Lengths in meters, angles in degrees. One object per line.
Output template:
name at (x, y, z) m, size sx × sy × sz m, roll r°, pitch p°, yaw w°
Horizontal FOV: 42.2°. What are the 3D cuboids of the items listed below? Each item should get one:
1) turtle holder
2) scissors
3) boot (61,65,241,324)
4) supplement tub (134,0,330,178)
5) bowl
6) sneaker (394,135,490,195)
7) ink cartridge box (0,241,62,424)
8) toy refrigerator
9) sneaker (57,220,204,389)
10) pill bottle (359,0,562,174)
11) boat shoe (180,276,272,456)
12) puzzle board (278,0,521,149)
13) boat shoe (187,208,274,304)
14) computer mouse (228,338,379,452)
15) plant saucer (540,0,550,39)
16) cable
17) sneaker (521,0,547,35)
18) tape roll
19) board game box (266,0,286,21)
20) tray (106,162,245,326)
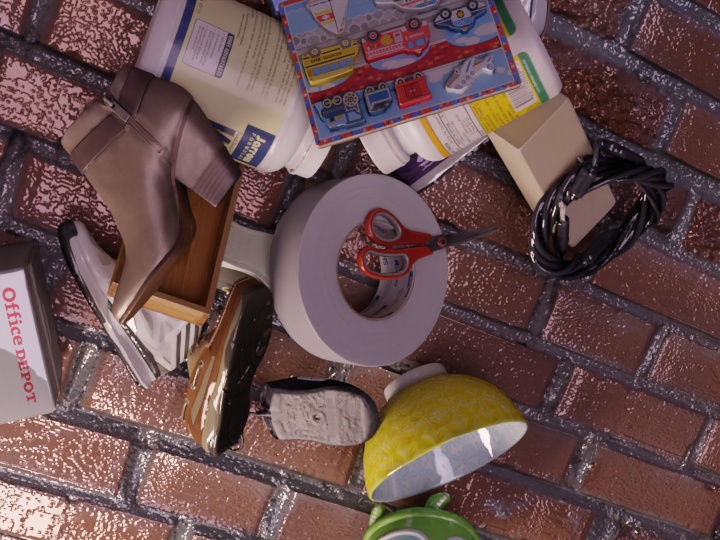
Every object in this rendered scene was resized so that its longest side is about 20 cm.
turtle holder at (0.052, 0.357, 1.097) m, size 0.182 × 0.133 × 0.143 m, roll -2°, pitch 128°, yaw 9°
scissors at (0.078, -0.023, 1.020) m, size 0.197 × 0.014 × 0.075 m, roll 5°, pitch 84°, yaw -36°
boot at (-0.208, -0.074, 0.841) m, size 0.145 × 0.070 × 0.201 m, roll 38°, pitch 89°, yaw -6°
supplement tub at (-0.121, -0.186, 0.930) m, size 0.197 × 0.145 × 0.147 m, roll 20°, pitch 97°, yaw -18°
bowl at (0.081, 0.174, 1.077) m, size 0.197 × 0.201 × 0.109 m, roll -21°, pitch 65°, yaw -9°
sneaker at (0.111, -0.178, 1.035) m, size 0.199 × 0.076 × 0.088 m, roll -38°, pitch 98°, yaw -8°
ink cartridge box at (-0.404, 0.069, 0.915) m, size 0.196 × 0.145 × 0.148 m, roll -10°, pitch 105°, yaw -12°
toy refrigerator at (0.210, -0.118, 1.033) m, size 0.076 × 0.070 × 0.200 m, roll -45°, pitch 139°, yaw -1°
sneaker at (-0.234, 0.016, 0.996) m, size 0.114 × 0.075 × 0.203 m, roll -31°, pitch 117°, yaw -15°
pill bottle at (0.091, -0.181, 0.940) m, size 0.198 × 0.113 × 0.114 m, roll -28°, pitch 109°, yaw 15°
boat shoe at (-0.152, 0.100, 0.993) m, size 0.073 × 0.075 × 0.203 m, roll 26°, pitch 111°, yaw 22°
puzzle board at (0.034, -0.212, 0.867) m, size 0.196 × 0.017 × 0.153 m, roll -16°, pitch 76°, yaw 0°
boat shoe at (-0.118, -0.002, 1.020) m, size 0.199 × 0.060 × 0.073 m, roll 25°, pitch 55°, yaw -23°
computer mouse at (-0.076, 0.127, 1.046) m, size 0.196 × 0.046 × 0.143 m, roll -6°, pitch 107°, yaw 17°
plant saucer at (0.109, -0.295, 1.012) m, size 0.196 × 0.034 × 0.205 m, roll -1°, pitch 94°, yaw -14°
cable at (0.272, -0.056, 1.043) m, size 0.198 × 0.051 × 0.165 m, roll 14°, pitch 112°, yaw -46°
sneaker at (0.154, -0.342, 0.965) m, size 0.069 × 0.073 × 0.204 m, roll -4°, pitch 95°, yaw -19°
tape roll at (0.000, 0.000, 1.010) m, size 0.197 × 0.066 × 0.205 m, roll 1°, pitch 88°, yaw -35°
board game box at (-0.031, -0.381, 0.942) m, size 0.197 × 0.043 × 0.202 m, roll -22°, pitch 96°, yaw -8°
tray at (-0.181, -0.054, 0.943) m, size 0.097 × 0.037 × 0.203 m, roll 20°, pitch 60°, yaw -19°
